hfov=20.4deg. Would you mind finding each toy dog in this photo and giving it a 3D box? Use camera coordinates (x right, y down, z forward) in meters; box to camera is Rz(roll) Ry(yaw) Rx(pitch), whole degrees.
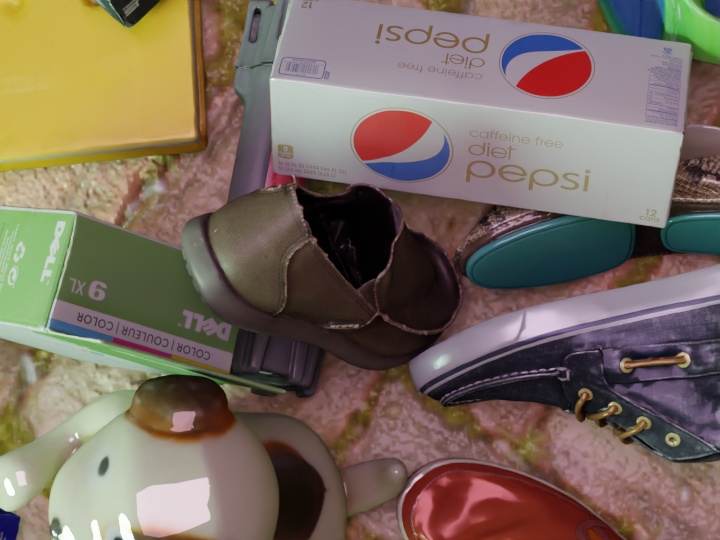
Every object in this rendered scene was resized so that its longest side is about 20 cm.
[{"bbox_3d":[-0.079,0.121,0.943,0.192,0.200,0.141,-1,80,7],"label":"toy dog"}]

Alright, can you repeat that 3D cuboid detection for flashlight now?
[{"bbox_3d":[-0.037,-0.038,1.040,0.068,0.067,0.202,0,73,41],"label":"flashlight"}]

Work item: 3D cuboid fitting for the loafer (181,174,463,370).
[{"bbox_3d":[0.000,0.000,0.955,0.071,0.199,0.074,-31,71,26],"label":"loafer"}]

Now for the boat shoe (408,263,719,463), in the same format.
[{"bbox_3d":[0.128,0.058,0.995,0.198,0.071,0.092,-14,79,5],"label":"boat shoe"}]

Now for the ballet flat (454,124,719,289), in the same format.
[{"bbox_3d":[0.143,-0.037,1.022,0.198,0.068,0.076,-7,57,0],"label":"ballet flat"}]

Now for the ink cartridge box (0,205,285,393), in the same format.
[{"bbox_3d":[-0.123,0.011,0.963,0.103,0.199,0.060,20,82,-34],"label":"ink cartridge box"}]

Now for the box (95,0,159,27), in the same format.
[{"bbox_3d":[-0.139,-0.253,1.071,0.200,0.044,0.160,42,85,16],"label":"box"}]

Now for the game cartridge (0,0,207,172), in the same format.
[{"bbox_3d":[-0.186,-0.142,1.095,0.198,0.032,0.178,-5,79,9],"label":"game cartridge"}]

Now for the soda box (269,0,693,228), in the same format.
[{"bbox_3d":[0.057,-0.078,0.971,0.198,0.068,0.064,9,49,6],"label":"soda box"}]

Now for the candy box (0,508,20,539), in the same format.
[{"bbox_3d":[-0.297,0.178,1.022,0.198,0.077,0.171,13,80,10],"label":"candy box"}]

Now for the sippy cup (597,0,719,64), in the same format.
[{"bbox_3d":[0.187,-0.184,1.009,0.129,0.140,0.179,-18,87,-8],"label":"sippy cup"}]

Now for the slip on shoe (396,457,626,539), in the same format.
[{"bbox_3d":[0.105,0.155,0.986,0.199,0.061,0.074,33,87,13],"label":"slip on shoe"}]
